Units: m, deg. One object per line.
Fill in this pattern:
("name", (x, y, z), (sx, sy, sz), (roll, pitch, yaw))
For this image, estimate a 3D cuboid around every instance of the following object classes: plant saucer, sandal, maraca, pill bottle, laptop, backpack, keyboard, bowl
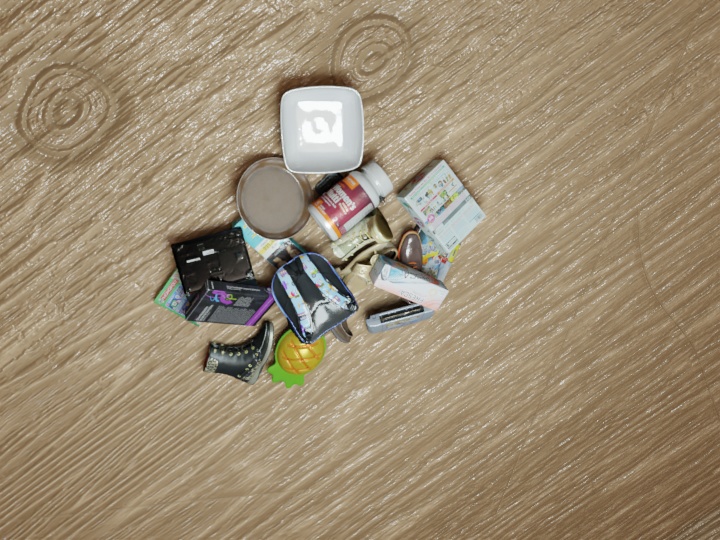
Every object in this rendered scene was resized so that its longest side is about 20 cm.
("plant saucer", (-0.212, -0.175, 1.307), (0.199, 0.032, 0.202), (-3, 96, -30))
("sandal", (0.003, -0.001, 1.400), (0.211, 0.077, 0.070), (-30, 80, 30))
("maraca", (-0.177, 0.240, 1.479), (0.137, 0.107, 0.201), (27, 104, -15))
("pill bottle", (-0.023, -0.176, 1.316), (0.200, 0.110, 0.110), (-40, 116, -4))
("laptop", (-0.359, 0.008, 1.347), (0.176, 0.103, 0.201), (-15, 96, -8))
("backpack", (-0.127, 0.062, 1.354), (0.182, 0.135, 0.201), (-35, 94, -6))
("keyboard", (-0.011, -0.190, 1.389), (0.127, 0.021, 0.200), (-44, 116, 7))
("bowl", (-0.094, -0.341, 1.276), (0.199, 0.075, 0.201), (-5, 113, -11))

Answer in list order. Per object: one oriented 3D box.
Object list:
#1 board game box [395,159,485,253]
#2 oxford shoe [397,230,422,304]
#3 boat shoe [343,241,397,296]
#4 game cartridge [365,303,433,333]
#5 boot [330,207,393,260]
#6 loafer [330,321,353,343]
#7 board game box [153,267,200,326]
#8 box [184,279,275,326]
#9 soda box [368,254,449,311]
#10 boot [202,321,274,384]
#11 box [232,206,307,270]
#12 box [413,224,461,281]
("board game box", (0.214, -0.169, 1.405), (0.148, 0.064, 0.200), (-44, 111, -6))
("oxford shoe", (0.142, -0.006, 1.431), (0.071, 0.073, 0.201), (-6, 113, -10))
("boat shoe", (0.022, 0.003, 1.452), (0.071, 0.065, 0.200), (38, 99, -24))
("game cartridge", (0.114, 0.133, 1.498), (0.199, 0.133, 0.042), (-15, 70, -2))
("boot", (-0.002, -0.080, 1.325), (0.154, 0.200, 0.072), (-33, 106, 9))
("loafer", (-0.069, 0.118, 1.473), (0.071, 0.073, 0.201), (-31, 116, 2))
("board game box", (-0.422, 0.033, 1.376), (0.134, 0.029, 0.200), (35, 101, -23))
("box", (-0.326, 0.086, 1.352), (0.199, 0.036, 0.143), (9, 139, -41))
("soda box", (0.126, 0.033, 1.368), (0.199, 0.064, 0.069), (22, 109, -22))
("boot", (-0.331, 0.217, 1.446), (0.153, 0.074, 0.204), (17, 114, -21))
("box", (-0.230, -0.075, 1.367), (0.082, 0.049, 0.200), (-43, 115, 6))
("box", (0.180, -0.014, 1.499), (0.136, 0.038, 0.201), (19, 107, -19))
